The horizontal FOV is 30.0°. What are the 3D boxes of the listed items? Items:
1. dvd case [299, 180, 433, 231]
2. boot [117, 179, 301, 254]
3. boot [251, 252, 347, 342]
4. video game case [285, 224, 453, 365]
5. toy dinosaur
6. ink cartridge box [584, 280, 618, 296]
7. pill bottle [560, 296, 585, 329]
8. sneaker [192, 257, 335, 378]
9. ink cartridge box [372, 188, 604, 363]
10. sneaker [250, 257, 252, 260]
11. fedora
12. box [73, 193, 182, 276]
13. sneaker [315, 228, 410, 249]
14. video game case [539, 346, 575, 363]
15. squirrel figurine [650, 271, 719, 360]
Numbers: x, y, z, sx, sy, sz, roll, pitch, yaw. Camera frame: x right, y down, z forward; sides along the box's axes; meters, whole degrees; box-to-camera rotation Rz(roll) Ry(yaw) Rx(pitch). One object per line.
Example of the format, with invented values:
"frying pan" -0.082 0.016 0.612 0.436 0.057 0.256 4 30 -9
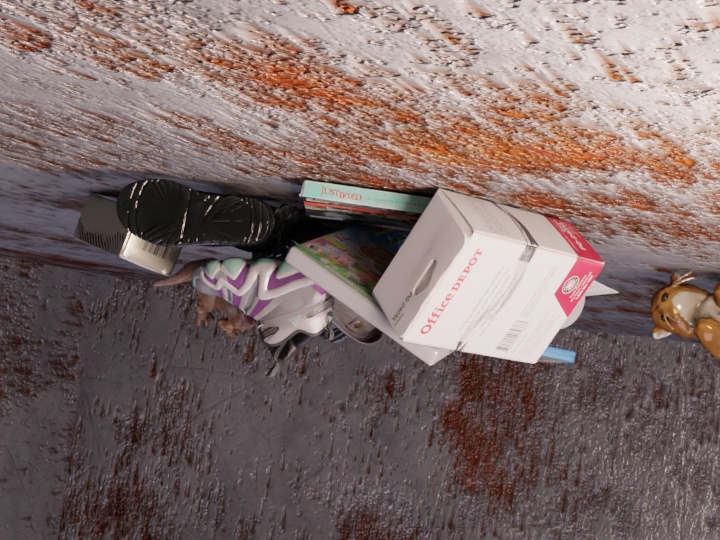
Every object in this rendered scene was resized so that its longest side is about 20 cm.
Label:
"dvd case" 0.007 -0.070 1.509 0.144 0.022 0.200 8 175 0
"boot" -0.173 -0.059 1.595 0.196 0.074 0.162 6 179 9
"boot" -0.071 -0.007 1.839 0.198 0.073 0.163 47 -158 -23
"video game case" 0.036 0.021 1.490 0.199 0.022 0.182 35 -158 16
"toy dinosaur" -0.163 0.025 1.693 0.198 0.086 0.136 26 161 5
"ink cartridge box" 0.192 -0.009 1.606 0.161 0.058 0.199 -6 167 40
"pill bottle" 0.215 0.033 1.822 0.118 0.121 0.200 9 175 -21
"sneaker" -0.116 0.055 1.578 0.198 0.142 0.077 -4 174 34
"ink cartridge box" 0.133 0.009 1.407 0.199 0.146 0.084 12 -148 -38
"sneaker" -0.136 0.030 1.911 0.074 0.107 0.201 30 -153 -10
"fedora" 0.000 0.000 1.765 0.090 0.178 0.200 -27 135 20
"box" -0.310 -0.049 1.796 0.082 0.069 0.199 24 176 -29
"sneaker" 0.019 -0.009 1.633 0.198 0.077 0.105 -10 -169 6
"video game case" 0.181 0.101 1.855 0.198 0.018 0.143 12 175 -9
"squirrel figurine" 0.486 0.073 1.799 0.185 0.143 0.199 13 177 33
